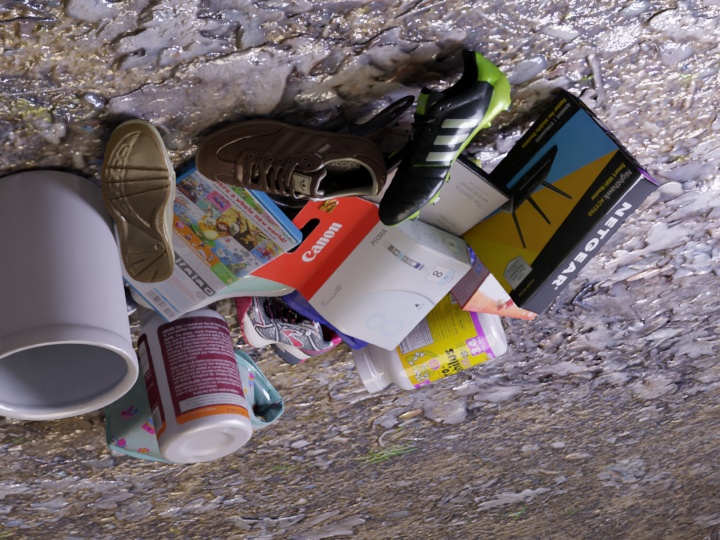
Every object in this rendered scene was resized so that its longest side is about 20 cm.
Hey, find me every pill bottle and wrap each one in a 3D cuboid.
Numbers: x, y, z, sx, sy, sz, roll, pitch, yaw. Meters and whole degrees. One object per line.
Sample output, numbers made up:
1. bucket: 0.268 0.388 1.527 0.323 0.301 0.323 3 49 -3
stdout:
1. pill bottle: -0.203 0.116 1.811 0.113 0.202 0.115 -13 155 -6
2. pill bottle: 0.092 0.097 2.062 0.198 0.105 0.104 -22 154 11

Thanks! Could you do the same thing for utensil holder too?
1. utensil holder: -0.323 0.025 1.552 0.168 0.202 0.171 -11 151 -6

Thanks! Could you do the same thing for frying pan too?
1. frying pan: -0.036 -0.135 1.615 0.114 0.031 0.191 5 137 -35

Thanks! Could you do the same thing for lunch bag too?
1. lunch bag: -0.219 0.181 2.024 0.169 0.123 0.199 -31 145 25

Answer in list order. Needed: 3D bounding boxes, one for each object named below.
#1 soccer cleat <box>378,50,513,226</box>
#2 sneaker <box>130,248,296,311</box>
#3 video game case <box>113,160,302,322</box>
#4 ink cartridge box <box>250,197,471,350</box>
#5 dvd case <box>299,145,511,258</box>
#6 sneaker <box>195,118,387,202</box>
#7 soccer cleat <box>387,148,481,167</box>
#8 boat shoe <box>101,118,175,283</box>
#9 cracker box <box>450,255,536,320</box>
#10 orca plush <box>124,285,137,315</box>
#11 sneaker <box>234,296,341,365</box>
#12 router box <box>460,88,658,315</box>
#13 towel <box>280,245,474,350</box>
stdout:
1. soccer cleat: 0.074 -0.136 1.560 0.081 0.067 0.201 42 83 -29
2. sneaker: -0.171 -0.020 1.726 0.197 0.074 0.119 -8 140 -1
3. video game case: -0.183 -0.036 1.657 0.199 0.018 0.143 -30 119 25
4. ink cartridge box: 0.000 0.000 1.694 0.198 0.048 0.160 20 130 -30
5. dvd case: 0.049 -0.062 1.684 0.199 0.018 0.142 -36 132 28
6. sneaker: -0.069 -0.108 1.555 0.197 0.076 0.071 -1 119 -9
7. soccer cleat: 0.097 -0.105 1.741 0.084 0.065 0.200 -53 142 4
8. boat shoe: -0.223 -0.079 1.566 0.072 0.064 0.202 -5 132 1
9. cracker box: 0.213 -0.032 1.879 0.133 0.058 0.201 8 128 -41
10. orca plush: -0.363 0.044 1.763 0.197 0.072 0.105 -14 -161 5
11. sneaker: -0.094 0.057 1.894 0.074 0.082 0.200 -18 157 21
12. router box: 0.211 -0.075 1.682 0.200 0.150 0.051 -50 145 18
13. towel: 0.020 0.001 1.799 0.199 0.050 0.147 -36 132 23
